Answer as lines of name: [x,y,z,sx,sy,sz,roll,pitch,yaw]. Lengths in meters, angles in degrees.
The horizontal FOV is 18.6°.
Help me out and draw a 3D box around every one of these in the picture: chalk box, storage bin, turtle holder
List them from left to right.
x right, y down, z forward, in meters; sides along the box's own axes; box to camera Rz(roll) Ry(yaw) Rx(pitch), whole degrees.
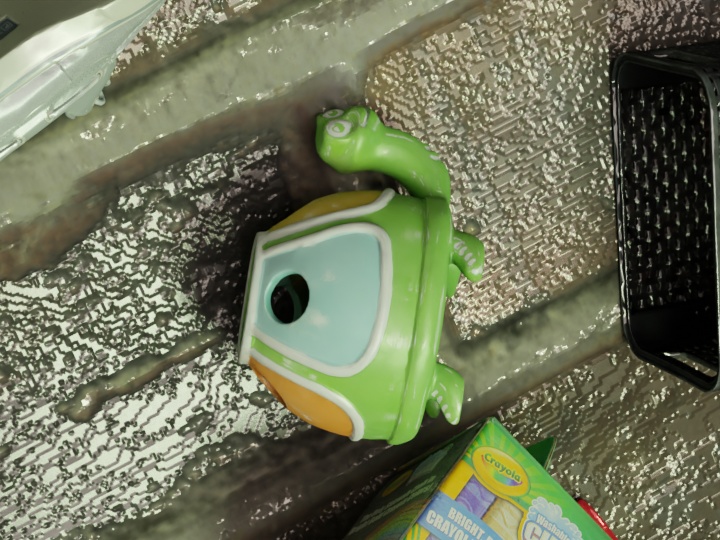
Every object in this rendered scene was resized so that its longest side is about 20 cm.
turtle holder: [0.000,0.007,1.297,0.131,0.141,0.186,9,107,-4]
chalk box: [0.064,0.183,1.332,0.124,0.124,0.200,46,54,-6]
storage bin: [0.230,-0.038,1.371,0.093,0.135,0.201,-8,103,-18]

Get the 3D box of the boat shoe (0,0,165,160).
boat shoe: [-0.181,-0.117,1.250,0.201,0.070,0.072,-37,136,-16]

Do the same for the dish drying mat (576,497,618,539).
dish drying mat: [0.099,0.244,1.429,0.200,0.018,0.077,-45,112,-16]
